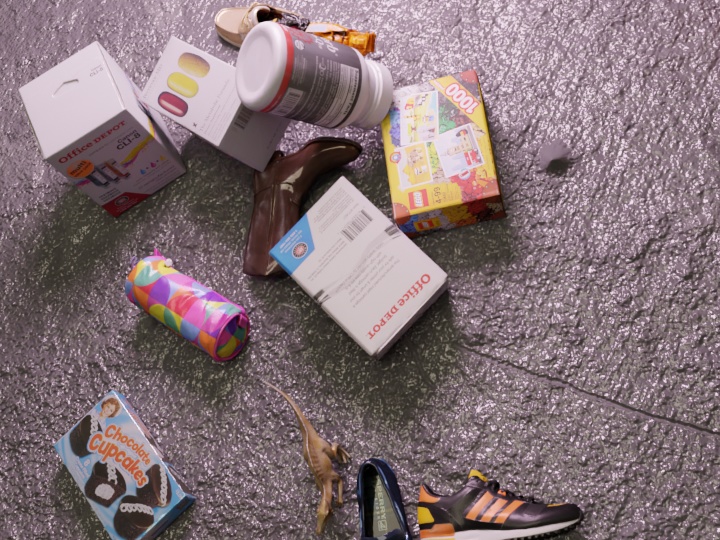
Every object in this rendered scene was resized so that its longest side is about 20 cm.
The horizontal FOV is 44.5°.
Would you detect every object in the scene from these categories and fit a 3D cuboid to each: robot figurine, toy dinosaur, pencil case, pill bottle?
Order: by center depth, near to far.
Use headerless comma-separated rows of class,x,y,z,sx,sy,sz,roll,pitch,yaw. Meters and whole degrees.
toy dinosaur,-0.055,0.231,1.118,0.058,0.101,0.202,-24,64,6
pill bottle,-0.060,-0.257,1.197,0.115,0.198,0.118,-10,77,50
pencil case,-0.249,0.049,1.261,0.199,0.088,0.089,32,80,23
robot figurine,-0.076,-0.314,1.334,0.197,0.058,0.147,6,104,16

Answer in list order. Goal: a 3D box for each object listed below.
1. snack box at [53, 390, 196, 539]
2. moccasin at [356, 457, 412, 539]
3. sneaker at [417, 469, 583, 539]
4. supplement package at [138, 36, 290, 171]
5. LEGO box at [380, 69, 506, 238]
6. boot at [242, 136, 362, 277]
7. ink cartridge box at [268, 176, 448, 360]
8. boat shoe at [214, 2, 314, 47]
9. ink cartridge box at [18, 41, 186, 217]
snack box,-0.328,0.278,1.218,0.116,0.037,0.200,-43,64,-3
moccasin,0.023,0.331,1.074,0.080,0.068,0.202,-21,65,8
sneaker,0.161,0.280,1.051,0.198,0.070,0.091,-12,69,14
supplement package,-0.213,-0.247,1.305,0.199,0.109,0.115,31,93,34
LEGO box,0.112,-0.162,1.236,0.147,0.077,0.202,-12,66,11
boot,-0.084,-0.084,1.272,0.184,0.064,0.202,-10,63,27
ink cartridge box,0.000,0.000,1.180,0.146,0.084,0.200,-45,78,-4
boat shoe,-0.154,-0.397,1.413,0.198,0.069,0.074,16,74,21
ink cartridge box,-0.389,-0.210,1.338,0.144,0.200,0.146,-31,63,3
